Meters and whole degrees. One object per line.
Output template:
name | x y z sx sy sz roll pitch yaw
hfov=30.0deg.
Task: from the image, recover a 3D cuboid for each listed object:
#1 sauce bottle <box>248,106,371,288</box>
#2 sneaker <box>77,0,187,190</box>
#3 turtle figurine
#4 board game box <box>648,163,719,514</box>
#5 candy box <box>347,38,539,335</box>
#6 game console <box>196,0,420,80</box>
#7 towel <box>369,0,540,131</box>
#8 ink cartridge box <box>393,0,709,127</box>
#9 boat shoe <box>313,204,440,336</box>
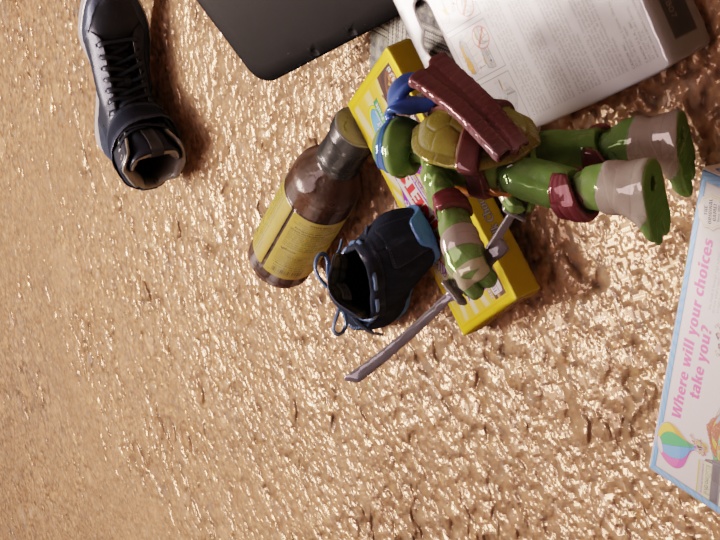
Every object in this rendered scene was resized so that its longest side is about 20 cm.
sauce bottle | -0.036 -0.059 1.114 0.065 0.064 0.200 64 146 19
sneaker | -0.225 -0.179 1.339 0.146 0.076 0.205 -130 31 -52
turtle figurine | 0.103 -0.030 0.831 0.192 0.143 0.203 0 87 31
board game box | 0.239 0.054 0.771 0.134 0.034 0.203 33 126 47
candy box | 0.056 -0.057 0.979 0.202 0.026 0.102 63 159 8
game console | -0.051 -0.270 1.022 0.199 0.116 0.178 -18 61 45
towel | 0.070 -0.173 0.962 0.192 0.034 0.203 36 131 49
ink cartridge box | 0.107 -0.179 0.853 0.199 0.057 0.164 -20 97 59
boat shoe | 0.000 0.000 1.047 0.085 0.068 0.200 60 160 16
